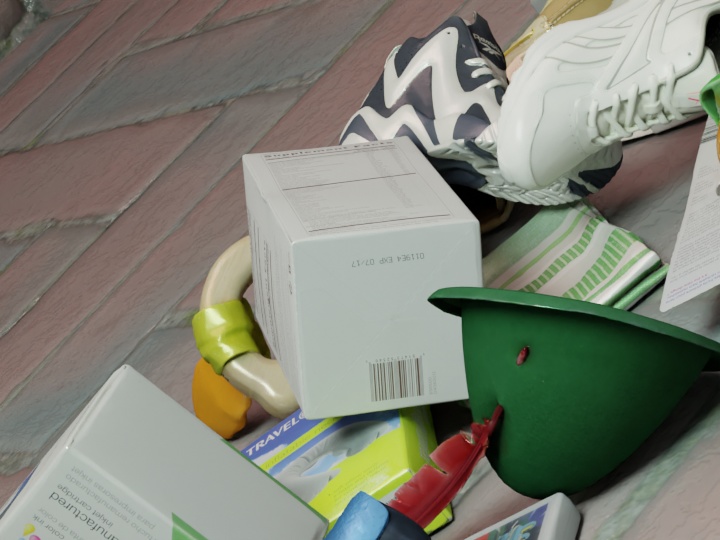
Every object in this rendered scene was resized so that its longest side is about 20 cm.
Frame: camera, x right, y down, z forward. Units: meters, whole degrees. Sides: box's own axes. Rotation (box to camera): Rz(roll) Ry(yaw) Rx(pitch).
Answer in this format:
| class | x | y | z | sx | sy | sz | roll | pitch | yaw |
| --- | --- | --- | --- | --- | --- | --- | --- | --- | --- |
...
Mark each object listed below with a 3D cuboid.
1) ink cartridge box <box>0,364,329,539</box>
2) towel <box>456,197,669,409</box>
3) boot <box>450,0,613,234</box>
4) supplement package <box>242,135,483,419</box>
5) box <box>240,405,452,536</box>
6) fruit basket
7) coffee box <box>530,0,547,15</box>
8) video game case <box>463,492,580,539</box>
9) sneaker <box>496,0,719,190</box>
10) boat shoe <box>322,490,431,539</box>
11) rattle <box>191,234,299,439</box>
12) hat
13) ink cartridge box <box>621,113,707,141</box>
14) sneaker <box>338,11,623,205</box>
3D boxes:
| class | x | y | z | sx | sy | sz | roll | pitch | yaw |
| --- | --- | --- | --- | --- | --- | --- | --- | --- | --- |
| ink cartridge box | -0.136 | 0.173 | 1.490 | 0.200 | 0.145 | 0.088 | -48 | 7 | 36 |
| towel | 0.102 | 0.018 | 1.677 | 0.152 | 0.023 | 0.200 | -40 | 18 | -1 |
| boot | 0.116 | -0.111 | 1.856 | 0.200 | 0.073 | 0.156 | -40 | 13 | 39 |
| supplement package | 0.000 | 0.000 | 1.637 | 0.113 | 0.110 | 0.200 | -7 | 18 | -8 |
| box | -0.013 | 0.122 | 1.614 | 0.122 | 0.048 | 0.200 | -35 | 19 | 9 |
| fruit basket | 0.257 | -0.067 | 1.495 | 0.185 | 0.094 | 0.200 | -28 | 29 | 33 |
| coffee box | 0.231 | -0.222 | 1.909 | 0.200 | 0.080 | 0.113 | -22 | 24 | 44 |
| video game case | 0.020 | 0.210 | 1.377 | 0.182 | 0.023 | 0.200 | -30 | 19 | 29 |
| sneaker | 0.167 | -0.116 | 1.635 | 0.200 | 0.078 | 0.099 | -44 | 49 | -14 |
| boat shoe | -0.006 | 0.177 | 1.342 | 0.084 | 0.069 | 0.200 | -59 | 0 | -22 |
| rattle | -0.020 | 0.025 | 1.839 | 0.130 | 0.143 | 0.200 | 29 | 63 | 26 |
| hat | 0.093 | 0.111 | 1.421 | 0.200 | 0.165 | 0.176 | 171 | 113 | -73 |
| ink cartridge box | 0.236 | -0.162 | 1.771 | 0.200 | 0.068 | 0.117 | -21 | 25 | 46 |
| sneaker | 0.086 | -0.114 | 1.762 | 0.199 | 0.079 | 0.130 | -4 | 58 | 38 |
